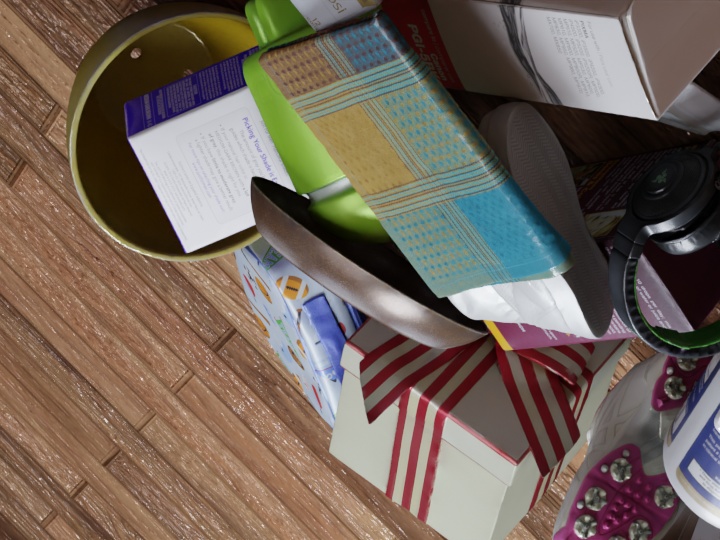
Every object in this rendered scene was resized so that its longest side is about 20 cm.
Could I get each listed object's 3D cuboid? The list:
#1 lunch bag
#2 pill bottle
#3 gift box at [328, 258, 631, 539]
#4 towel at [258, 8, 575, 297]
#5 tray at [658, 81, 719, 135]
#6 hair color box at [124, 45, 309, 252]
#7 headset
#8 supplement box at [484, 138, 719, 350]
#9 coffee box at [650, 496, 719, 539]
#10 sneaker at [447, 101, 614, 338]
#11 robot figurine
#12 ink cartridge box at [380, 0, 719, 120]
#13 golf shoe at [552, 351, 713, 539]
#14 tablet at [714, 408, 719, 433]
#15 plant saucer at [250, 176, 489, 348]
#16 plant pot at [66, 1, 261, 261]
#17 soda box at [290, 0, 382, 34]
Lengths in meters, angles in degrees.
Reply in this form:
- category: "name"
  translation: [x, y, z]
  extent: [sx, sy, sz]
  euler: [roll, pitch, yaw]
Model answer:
- category: "lunch bag"
  translation: [-0.038, 0.033, 2.018]
  extent: [0.160, 0.075, 0.201]
  euler: [48, 165, 56]
- category: "pill bottle"
  translation: [0.292, 0.082, 1.685]
  extent: [0.111, 0.111, 0.200]
  euler: [37, 136, 12]
- category: "gift box"
  translation: [0.088, 0.098, 1.884]
  extent: [0.184, 0.200, 0.187]
  euler: [30, 146, 13]
- category: "towel"
  translation: [0.034, -0.070, 1.527]
  extent: [0.200, 0.022, 0.146]
  euler: [52, 151, -17]
- category: "tray"
  translation: [0.153, -0.129, 1.641]
  extent: [0.199, 0.022, 0.107]
  euler: [21, 178, 34]
- category: "hair color box"
  translation: [-0.062, -0.106, 1.821]
  extent: [0.065, 0.199, 0.110]
  euler: [-102, -11, -59]
- category: "headset"
  translation: [0.237, -0.035, 1.578]
  extent: [0.123, 0.201, 0.094]
  euler: [13, -167, -27]
- category: "supplement box"
  translation: [0.172, -0.015, 1.726]
  extent: [0.200, 0.110, 0.086]
  euler: [-8, 122, 53]
- category: "coffee box"
  translation: [0.236, 0.207, 1.818]
  extent: [0.080, 0.201, 0.114]
  euler: [39, 151, -18]
- category: "sneaker"
  translation: [0.083, -0.029, 1.602]
  extent: [0.115, 0.074, 0.200]
  euler: [5, 140, 29]
- category: "robot figurine"
  translation: [-0.006, -0.108, 1.688]
  extent: [0.201, 0.115, 0.175]
  euler: [65, 167, -3]
- category: "ink cartridge box"
  translation: [0.134, -0.177, 1.540]
  extent: [0.199, 0.147, 0.083]
  euler: [13, 139, 42]
- category: "golf shoe"
  translation: [0.195, 0.138, 1.804]
  extent: [0.075, 0.200, 0.091]
  euler: [45, 157, -17]
- category: "tablet"
  translation: [0.344, 0.087, 1.606]
  extent: [0.199, 0.014, 0.130]
  euler: [21, 121, -13]
- category: "plant saucer"
  translation: [0.000, 0.000, 1.742]
  extent: [0.200, 0.032, 0.200]
  euler: [33, -174, -4]
- category: "plant pot"
  translation: [-0.145, -0.126, 1.920]
  extent: [0.201, 0.199, 0.142]
  euler: [64, 172, -30]
- category: "soda box"
  translation: [0.023, -0.235, 1.545]
  extent: [0.068, 0.200, 0.064]
  euler: [50, 142, -14]
